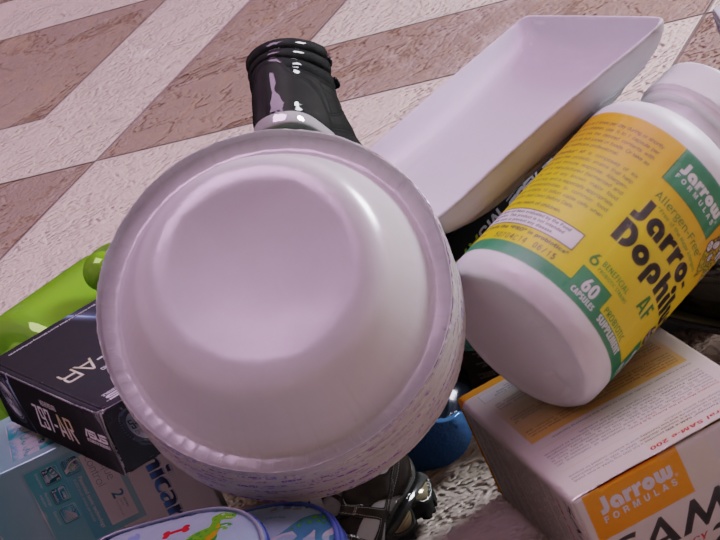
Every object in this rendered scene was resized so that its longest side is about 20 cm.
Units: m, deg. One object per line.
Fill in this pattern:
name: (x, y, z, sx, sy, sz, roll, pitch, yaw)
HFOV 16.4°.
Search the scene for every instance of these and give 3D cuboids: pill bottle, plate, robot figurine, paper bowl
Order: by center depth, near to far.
paper bowl: (-0.046, 0.018, 1.363, 0.200, 0.201, 0.104, -24, -22, 0)
pill bottle: (0.151, -0.026, 1.451, 0.200, 0.113, 0.113, -46, 28, -24)
plate: (0.079, -0.086, 1.542, 0.199, 0.032, 0.200, -40, 18, -13)
robot figurine: (-0.175, 0.055, 1.673, 0.200, 0.116, 0.175, -39, -5, -41)

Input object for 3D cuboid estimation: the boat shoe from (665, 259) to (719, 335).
boat shoe: (0.255, 0.020, 1.503, 0.199, 0.073, 0.065, 8, 45, 22)

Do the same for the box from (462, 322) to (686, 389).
box: (0.159, 0.002, 1.710, 0.199, 0.050, 0.158, -17, 23, 18)

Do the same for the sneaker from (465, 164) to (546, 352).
sneaker: (0.102, -0.013, 1.664, 0.200, 0.078, 0.091, -54, 8, -35)

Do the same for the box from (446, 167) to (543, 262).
box: (0.000, 0.000, 1.607, 0.200, 0.048, 0.193, -2, 41, 50)

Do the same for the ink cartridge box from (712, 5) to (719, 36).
ink cartridge box: (0.360, -0.142, 1.703, 0.199, 0.147, 0.083, -21, 20, 7)

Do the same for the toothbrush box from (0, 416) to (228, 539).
toothbrush box: (-0.185, 0.164, 1.563, 0.199, 0.147, 0.085, -25, 22, -5)

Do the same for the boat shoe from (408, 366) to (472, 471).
boat shoe: (-0.017, 0.100, 1.639, 0.199, 0.084, 0.069, -2, 47, 18)

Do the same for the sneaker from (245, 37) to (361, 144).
sneaker: (-0.026, -0.107, 1.886, 0.070, 0.200, 0.100, -16, 61, 18)

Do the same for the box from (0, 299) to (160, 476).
box: (-0.105, 0.040, 1.514, 0.200, 0.044, 0.160, -31, 23, -24)

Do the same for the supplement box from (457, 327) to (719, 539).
supplement box: (0.152, 0.102, 1.446, 0.126, 0.074, 0.200, -28, 19, -8)

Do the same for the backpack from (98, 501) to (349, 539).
backpack: (-0.078, 0.209, 1.312, 0.182, 0.147, 0.200, -14, 31, 23)

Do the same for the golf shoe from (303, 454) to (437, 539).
golf shoe: (-0.020, 0.157, 1.477, 0.077, 0.095, 0.200, -13, 26, 23)
